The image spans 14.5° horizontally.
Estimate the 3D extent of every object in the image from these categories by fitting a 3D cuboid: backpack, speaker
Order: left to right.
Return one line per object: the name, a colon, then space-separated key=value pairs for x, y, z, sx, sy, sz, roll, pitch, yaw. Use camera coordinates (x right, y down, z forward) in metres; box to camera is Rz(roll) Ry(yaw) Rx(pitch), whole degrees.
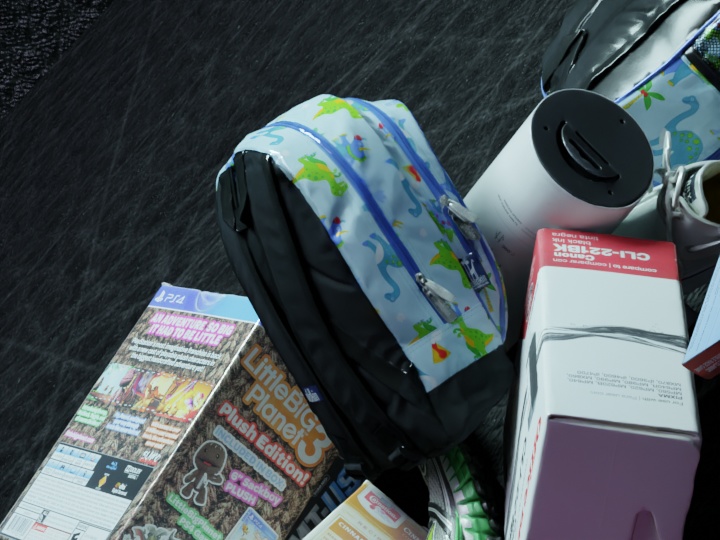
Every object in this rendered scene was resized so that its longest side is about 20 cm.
backpack: x=0.000 y=0.000 z=1.608 sx=0.154 sy=0.200 sz=0.163 roll=-45 pitch=5 yaw=-22
speaker: x=0.093 y=-0.021 z=1.654 sx=0.200 sy=0.081 sz=0.081 roll=-54 pitch=10 yaw=51
backpack: x=0.218 y=-0.132 z=1.721 sx=0.200 sy=0.147 sz=0.183 roll=-41 pitch=20 yaw=17

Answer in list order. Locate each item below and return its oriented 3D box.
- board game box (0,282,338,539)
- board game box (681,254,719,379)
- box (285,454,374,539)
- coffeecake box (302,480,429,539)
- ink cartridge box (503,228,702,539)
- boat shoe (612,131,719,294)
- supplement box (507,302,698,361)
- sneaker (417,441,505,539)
board game box: x=-0.109 y=0.120 z=1.759 sx=0.200 sy=0.097 sz=0.159 roll=-57 pitch=26 yaw=-14
board game box: x=0.218 y=-0.049 z=1.409 sx=0.200 sy=0.019 sz=0.103 roll=-68 pitch=9 yaw=-25
box: x=-0.018 y=0.138 z=1.851 sx=0.200 sy=0.050 sz=0.199 roll=-53 pitch=-4 yaw=-3
coffeecake box: x=-0.050 y=0.234 z=1.640 sx=0.200 sy=0.073 sz=0.154 roll=-39 pitch=-15 yaw=-51
ink cartridge box: x=0.127 y=0.090 z=1.528 sx=0.200 sy=0.083 sz=0.145 roll=-88 pitch=5 yaw=-61
boat shoe: x=0.197 y=-0.040 z=1.606 sx=0.201 sy=0.086 sz=0.075 roll=-13 pitch=56 yaw=35
supplement box: x=0.128 y=0.027 z=1.780 sx=0.109 sy=0.061 sz=0.200 roll=-50 pitch=19 yaw=3
sneaker: x=0.050 y=0.172 z=1.581 sx=0.085 sy=0.078 sz=0.200 roll=-24 pitch=40 yaw=15
